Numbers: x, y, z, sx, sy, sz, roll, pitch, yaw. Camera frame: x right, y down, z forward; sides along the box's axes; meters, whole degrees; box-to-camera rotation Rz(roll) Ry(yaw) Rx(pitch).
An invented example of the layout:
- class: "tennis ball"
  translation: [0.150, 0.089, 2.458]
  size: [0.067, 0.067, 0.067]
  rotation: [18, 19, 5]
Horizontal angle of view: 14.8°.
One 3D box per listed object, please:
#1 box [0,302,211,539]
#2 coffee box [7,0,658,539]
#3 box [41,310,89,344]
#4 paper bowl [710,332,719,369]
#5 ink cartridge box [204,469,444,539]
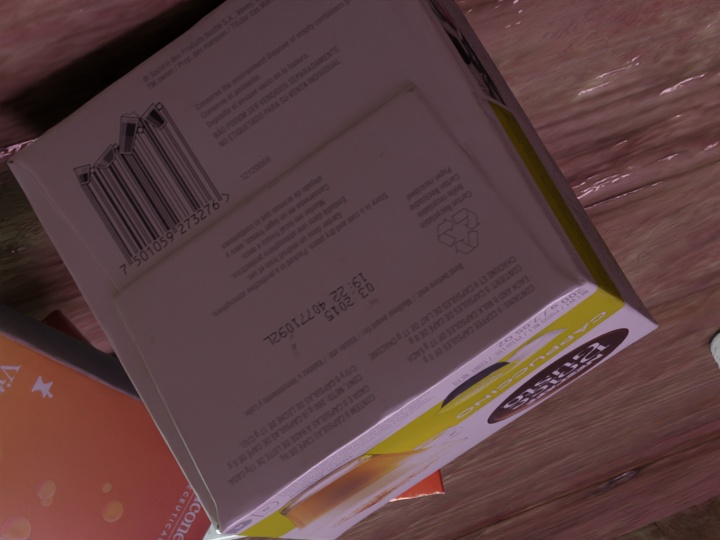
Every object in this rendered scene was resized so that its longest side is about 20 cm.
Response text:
- class: "box"
  translation: [-0.183, 0.098, 1.324]
  size: [0.200, 0.106, 0.152]
  rotation: [28, 91, -35]
- class: "coffee box"
  translation: [-0.007, -0.011, 1.289]
  size: [0.199, 0.200, 0.198]
  rotation: [-34, 166, 9]
- class: "box"
  translation: [-0.199, 0.134, 1.496]
  size: [0.200, 0.106, 0.152]
  rotation: [-38, -163, -7]
- class: "paper bowl"
  translation: [0.449, 0.073, 2.683]
  size: [0.200, 0.105, 0.201]
  rotation: [-24, 165, -7]
- class: "ink cartridge box"
  translation: [-0.046, 0.114, 1.824]
  size: [0.200, 0.109, 0.050]
  rotation: [-14, 174, 36]
